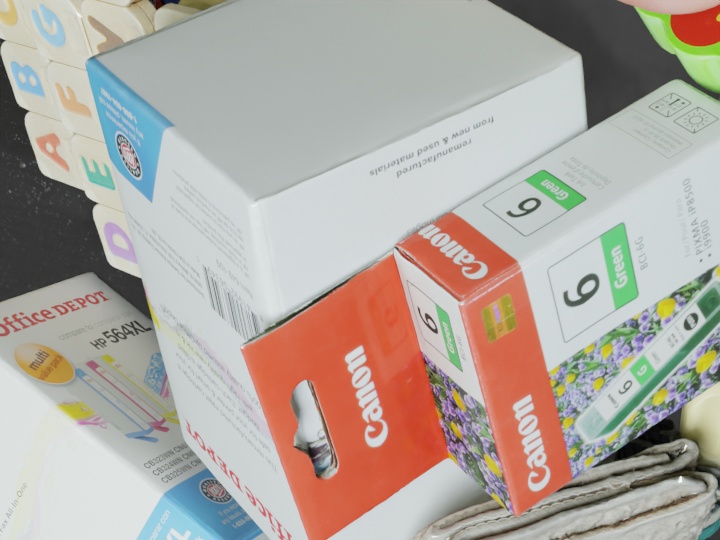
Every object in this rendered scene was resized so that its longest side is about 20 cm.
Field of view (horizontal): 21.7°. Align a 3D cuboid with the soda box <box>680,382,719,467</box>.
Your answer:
[{"bbox_3d":[0.234,0.057,0.762,0.199,0.064,0.068,6,88,23],"label":"soda box"}]

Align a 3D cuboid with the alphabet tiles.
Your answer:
[{"bbox_3d":[-0.114,-0.077,0.882,0.195,0.015,0.201,20,135,44],"label":"alphabet tiles"}]

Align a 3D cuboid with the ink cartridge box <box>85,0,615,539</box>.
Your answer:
[{"bbox_3d":[0.000,0.000,0.768,0.147,0.145,0.201,40,148,48],"label":"ink cartridge box"}]

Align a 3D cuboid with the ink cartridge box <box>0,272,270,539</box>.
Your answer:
[{"bbox_3d":[-0.138,0.102,0.925,0.200,0.128,0.126,37,112,14],"label":"ink cartridge box"}]

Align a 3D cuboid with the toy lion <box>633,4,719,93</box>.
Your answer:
[{"bbox_3d":[0.201,-0.140,0.689,0.199,0.069,0.192,18,74,38],"label":"toy lion"}]

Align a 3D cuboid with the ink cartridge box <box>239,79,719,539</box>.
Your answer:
[{"bbox_3d":[0.062,0.026,0.693,0.050,0.199,0.109,39,154,47],"label":"ink cartridge box"}]

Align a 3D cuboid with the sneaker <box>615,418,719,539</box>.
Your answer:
[{"bbox_3d":[0.074,0.110,0.871,0.199,0.078,0.080,-5,125,23],"label":"sneaker"}]

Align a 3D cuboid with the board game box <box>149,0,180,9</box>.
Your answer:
[{"bbox_3d":[-0.023,-0.083,0.897,0.199,0.019,0.104,14,106,22],"label":"board game box"}]

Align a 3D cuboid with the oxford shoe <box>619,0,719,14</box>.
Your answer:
[{"bbox_3d":[0.058,-0.155,0.713,0.199,0.074,0.071,16,73,38],"label":"oxford shoe"}]

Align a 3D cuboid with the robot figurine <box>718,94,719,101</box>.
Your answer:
[{"bbox_3d":[0.236,-0.049,0.721,0.199,0.150,0.126,4,114,25],"label":"robot figurine"}]

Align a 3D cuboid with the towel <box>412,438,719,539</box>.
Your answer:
[{"bbox_3d":[0.072,0.149,0.794,0.201,0.132,0.035,97,152,-52],"label":"towel"}]

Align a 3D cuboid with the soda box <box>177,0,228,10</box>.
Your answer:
[{"bbox_3d":[0.002,-0.154,0.832,0.068,0.064,0.200,46,109,15],"label":"soda box"}]
